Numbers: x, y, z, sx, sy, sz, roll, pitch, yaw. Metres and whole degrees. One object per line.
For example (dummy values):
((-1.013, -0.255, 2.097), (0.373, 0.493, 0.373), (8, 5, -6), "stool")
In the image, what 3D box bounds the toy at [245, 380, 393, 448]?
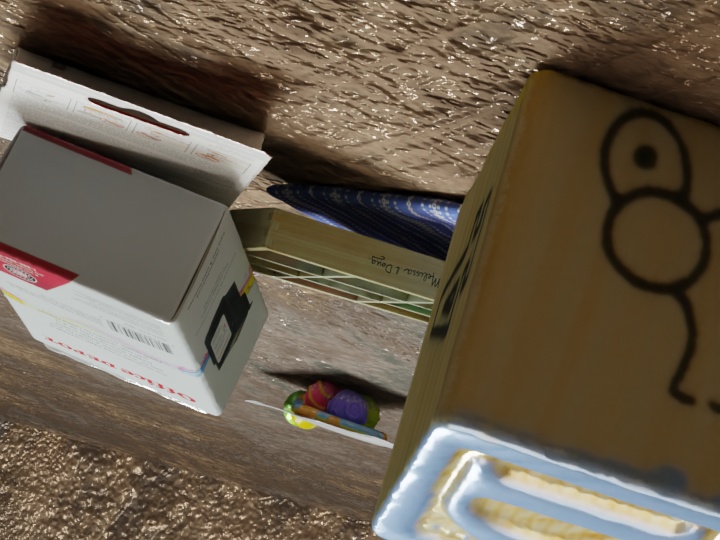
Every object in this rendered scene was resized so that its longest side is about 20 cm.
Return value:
((-0.023, 0.134, 2.567), (0.115, 0.047, 0.200), (18, 173, -22), "toy")

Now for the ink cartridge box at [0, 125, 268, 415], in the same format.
((-0.149, 0.004, 1.682), (0.146, 0.083, 0.200), (22, 164, 12), "ink cartridge box")

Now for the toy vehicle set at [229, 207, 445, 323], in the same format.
((0.000, 0.000, 1.733), (0.200, 0.027, 0.124), (17, 172, -26), "toy vehicle set")

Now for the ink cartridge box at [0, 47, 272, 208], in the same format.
((-0.134, -0.094, 1.596), (0.161, 0.050, 0.200), (19, 167, -8), "ink cartridge box")

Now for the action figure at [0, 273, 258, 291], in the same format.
((-0.198, -0.008, 2.007), (0.200, 0.149, 0.134), (41, -170, 11), "action figure")

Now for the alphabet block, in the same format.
((0.132, 0.047, 1.362), (0.195, 0.200, 0.196), (20, 156, -4), "alphabet block")

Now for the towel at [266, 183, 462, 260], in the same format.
((0.053, -0.017, 1.736), (0.200, 0.024, 0.145), (8, 165, 43), "towel")
